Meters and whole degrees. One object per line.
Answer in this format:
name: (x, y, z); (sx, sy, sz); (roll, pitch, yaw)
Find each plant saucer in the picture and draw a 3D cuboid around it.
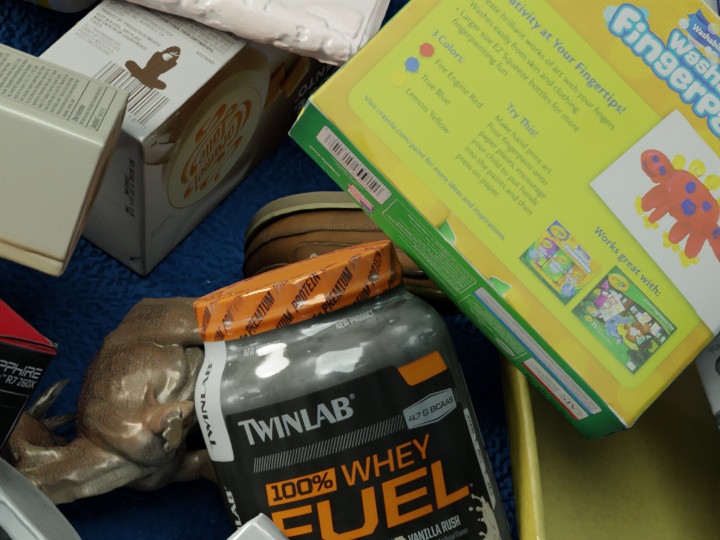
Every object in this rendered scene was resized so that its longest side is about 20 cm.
plant saucer: (0.140, 0.101, 1.209); (0.200, 0.048, 0.200); (26, 39, -27)

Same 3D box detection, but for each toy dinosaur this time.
toy dinosaur: (-0.110, 0.057, 1.248); (0.135, 0.086, 0.200); (14, 41, 28)

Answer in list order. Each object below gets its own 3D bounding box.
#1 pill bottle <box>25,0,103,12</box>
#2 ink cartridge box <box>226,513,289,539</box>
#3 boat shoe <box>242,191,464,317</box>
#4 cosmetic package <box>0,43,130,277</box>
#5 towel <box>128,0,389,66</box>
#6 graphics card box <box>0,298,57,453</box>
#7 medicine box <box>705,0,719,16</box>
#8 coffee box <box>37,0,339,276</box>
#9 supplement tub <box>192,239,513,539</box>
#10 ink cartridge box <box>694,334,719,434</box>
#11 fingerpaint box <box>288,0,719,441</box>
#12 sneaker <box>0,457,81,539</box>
pill bottle: (-0.188, -0.210, 1.405); (0.199, 0.114, 0.115); (18, 55, 7)
ink cartridge box: (-0.060, 0.228, 1.072); (0.200, 0.050, 0.161); (-43, 86, -3)
boat shoe: (0.000, 0.000, 1.247); (0.072, 0.200, 0.068); (15, 72, -30)
cosmetic package: (-0.216, -0.075, 1.185); (0.199, 0.073, 0.104); (20, 17, -3)
towel: (-0.066, -0.201, 1.324); (0.199, 0.032, 0.191); (17, 53, 7)
graphics card box: (-0.231, 0.086, 1.142); (0.125, 0.051, 0.200); (37, 102, 36)
medicine box: (0.219, -0.108, 1.342); (0.182, 0.103, 0.201); (20, 50, -26)
coffee box: (-0.081, -0.110, 1.346); (0.080, 0.115, 0.200); (33, 57, 18)
supplement tub: (-0.002, 0.095, 1.152); (0.122, 0.122, 0.201); (-20, 95, -19)
ink cartridge box: (0.245, 0.064, 1.173); (0.146, 0.086, 0.201); (-29, 51, 18)
fingerpaint box: (0.097, -0.053, 1.141); (0.200, 0.073, 0.167); (45, 77, -1)
sneaker: (-0.163, 0.160, 1.150); (0.099, 0.071, 0.200); (-44, 72, 5)
